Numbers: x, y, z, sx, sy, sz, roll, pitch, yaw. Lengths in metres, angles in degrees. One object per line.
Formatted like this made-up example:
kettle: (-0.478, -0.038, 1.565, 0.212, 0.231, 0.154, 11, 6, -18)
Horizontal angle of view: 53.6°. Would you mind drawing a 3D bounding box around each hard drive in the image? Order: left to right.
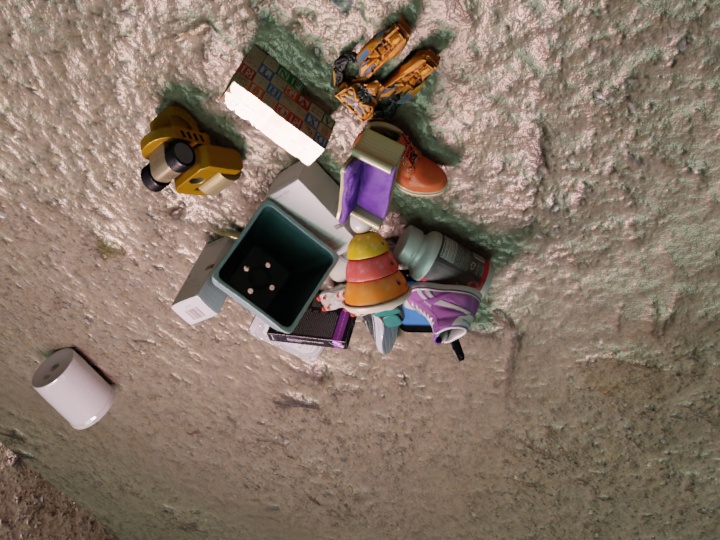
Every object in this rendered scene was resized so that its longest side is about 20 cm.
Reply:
hard drive: (-0.183, 0.157, 1.843, 0.198, 0.038, 0.140, 27, 137, -8)

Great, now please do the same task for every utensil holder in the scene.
utensil holder: (-0.895, 0.366, 2.225, 0.167, 0.171, 0.201, -10, 129, 28)

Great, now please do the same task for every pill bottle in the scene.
pill bottle: (0.169, -0.012, 1.482, 0.198, 0.112, 0.111, 28, 138, -11)

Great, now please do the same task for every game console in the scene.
game console: (0.140, 0.108, 1.622, 0.115, 0.177, 0.202, -24, 130, 3)

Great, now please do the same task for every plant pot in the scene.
plant pot: (-0.195, 0.004, 1.507, 0.195, 0.198, 0.200, 37, 163, -11)

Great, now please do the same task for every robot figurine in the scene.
robot figurine: (0.033, -0.333, 1.229, 0.144, 0.059, 0.199, 39, 134, -20)

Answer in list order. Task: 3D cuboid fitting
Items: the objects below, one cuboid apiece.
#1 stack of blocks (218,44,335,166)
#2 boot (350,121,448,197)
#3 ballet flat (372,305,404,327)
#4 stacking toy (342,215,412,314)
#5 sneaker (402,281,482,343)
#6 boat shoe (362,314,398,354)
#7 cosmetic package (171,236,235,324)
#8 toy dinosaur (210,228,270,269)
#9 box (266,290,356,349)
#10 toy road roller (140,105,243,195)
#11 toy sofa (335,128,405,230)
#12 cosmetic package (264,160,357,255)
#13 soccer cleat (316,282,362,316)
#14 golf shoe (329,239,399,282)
stack of blocks: (-0.143, -0.297, 1.289, 0.199, 0.116, 0.058, 35, 136, -19)
boot: (0.082, -0.205, 1.316, 0.197, 0.076, 0.107, 24, 158, -7)
ballet flat: (0.058, 0.076, 1.555, 0.066, 0.065, 0.200, -11, 164, 5)
stacking toy: (0.017, -0.026, 1.421, 0.144, 0.146, 0.204, -6, 106, 25)
sneaker: (0.143, 0.088, 1.435, 0.199, 0.116, 0.072, -2, 148, 48)
boat shoe: (0.041, 0.116, 1.707, 0.070, 0.072, 0.202, 22, 139, 32)
cosmetic package: (-0.342, 0.018, 1.629, 0.101, 0.202, 0.074, -20, 127, 34)
toy dinosaur: (-0.244, -0.058, 1.638, 0.196, 0.059, 0.103, 10, 123, 0)
box: (-0.109, 0.111, 1.689, 0.196, 0.144, 0.036, 6, 139, 15)
toy road roller: (-0.347, -0.243, 1.440, 0.122, 0.149, 0.198, -25, 160, 37)
toy sofa: (0.016, -0.151, 1.297, 0.082, 0.098, 0.201, 26, 153, 8)
cosmetic package: (-0.087, -0.127, 1.475, 0.112, 0.082, 0.200, -24, 125, 40)
soccer cleat: (-0.024, 0.058, 1.607, 0.199, 0.077, 0.070, 1, 118, 56)
golf shoe: (0.000, 0.000, 1.567, 0.198, 0.098, 0.078, -20, 128, 37)
